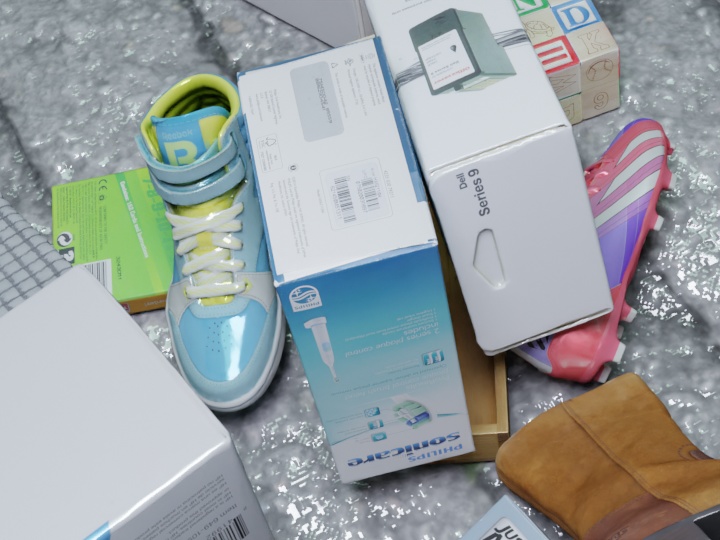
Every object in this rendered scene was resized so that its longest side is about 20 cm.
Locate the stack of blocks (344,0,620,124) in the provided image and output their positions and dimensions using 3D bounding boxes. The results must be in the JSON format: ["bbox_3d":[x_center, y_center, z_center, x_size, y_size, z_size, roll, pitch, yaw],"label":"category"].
[{"bbox_3d":[0.066,-0.139,1.059,0.198,0.059,0.116,-20,53,-4],"label":"stack of blocks"}]

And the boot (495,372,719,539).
[{"bbox_3d":[0.186,0.105,0.817,0.187,0.069,0.200,-33,21,-4],"label":"boot"}]

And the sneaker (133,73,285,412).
[{"bbox_3d":[-0.095,-0.025,0.923,0.079,0.131,0.202,-8,67,9],"label":"sneaker"}]

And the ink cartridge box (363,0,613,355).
[{"bbox_3d":[0.072,-0.075,0.891,0.083,0.147,0.201,-19,42,4],"label":"ink cartridge box"}]

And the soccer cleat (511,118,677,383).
[{"bbox_3d":[0.142,-0.023,0.948,0.076,0.067,0.202,21,59,-1],"label":"soccer cleat"}]

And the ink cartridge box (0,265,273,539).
[{"bbox_3d":[-0.140,0.137,0.800,0.146,0.201,0.146,-35,54,-16],"label":"ink cartridge box"}]

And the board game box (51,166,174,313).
[{"bbox_3d":[-0.107,-0.028,1.013,0.198,0.030,0.097,-12,65,11],"label":"board game box"}]

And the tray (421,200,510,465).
[{"bbox_3d":[0.041,0.025,0.960,0.097,0.037,0.202,-5,53,8],"label":"tray"}]

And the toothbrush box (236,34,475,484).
[{"bbox_3d":[0.000,0.000,0.839,0.084,0.201,0.148,-13,52,0],"label":"toothbrush box"}]

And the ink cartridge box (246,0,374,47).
[{"bbox_3d":[0.003,-0.287,1.125,0.146,0.145,0.200,30,64,28],"label":"ink cartridge box"}]

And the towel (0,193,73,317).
[{"bbox_3d":[-0.244,0.055,0.926,0.165,0.086,0.200,-31,40,-22],"label":"towel"}]

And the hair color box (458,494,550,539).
[{"bbox_3d":[0.032,0.212,0.738,0.200,0.099,0.061,-43,52,-2],"label":"hair color box"}]
